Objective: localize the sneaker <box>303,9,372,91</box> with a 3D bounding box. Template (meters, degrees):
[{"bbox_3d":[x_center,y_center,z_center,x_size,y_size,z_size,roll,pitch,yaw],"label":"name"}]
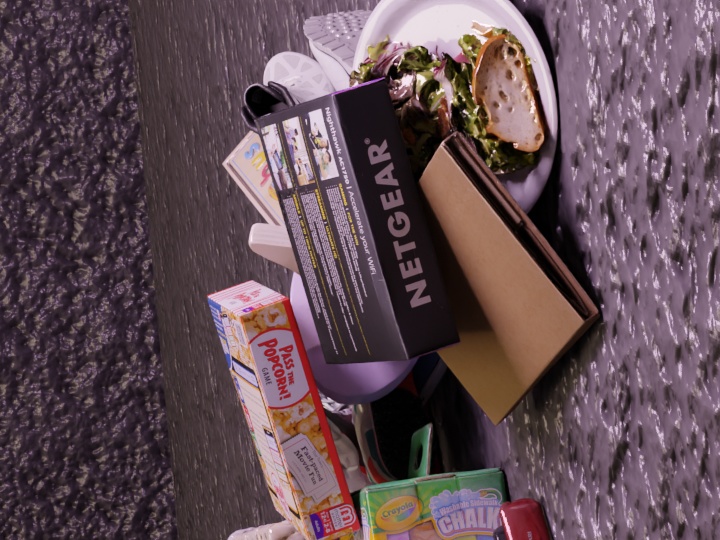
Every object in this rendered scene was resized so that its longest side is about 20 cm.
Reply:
[{"bbox_3d":[-0.002,-0.179,1.843,0.200,0.076,0.081,-117,14,-60],"label":"sneaker"}]

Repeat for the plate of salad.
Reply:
[{"bbox_3d":[0.059,-0.117,1.476,0.199,0.048,0.202,15,112,41],"label":"plate of salad"}]

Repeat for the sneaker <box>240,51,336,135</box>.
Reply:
[{"bbox_3d":[-0.064,-0.160,1.850,0.115,0.076,0.201,38,-165,-41],"label":"sneaker"}]

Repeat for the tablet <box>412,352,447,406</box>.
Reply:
[{"bbox_3d":[0.041,0.021,1.843,0.130,0.014,0.201,117,145,-52],"label":"tablet"}]

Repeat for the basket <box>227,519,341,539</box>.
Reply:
[{"bbox_3d":[-0.002,0.308,1.803,0.161,0.198,0.200,133,129,-71],"label":"basket"}]

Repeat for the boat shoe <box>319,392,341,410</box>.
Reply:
[{"bbox_3d":[-0.023,0.151,1.990,0.075,0.064,0.203,50,151,38],"label":"boat shoe"}]

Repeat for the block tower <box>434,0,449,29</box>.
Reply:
[{"bbox_3d":[0.076,-0.205,1.520,0.058,0.054,0.201,-113,20,-48],"label":"block tower"}]

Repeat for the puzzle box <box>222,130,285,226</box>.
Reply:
[{"bbox_3d":[-0.045,-0.097,1.898,0.133,0.025,0.200,-49,40,7],"label":"puzzle box"}]

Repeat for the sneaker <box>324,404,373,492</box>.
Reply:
[{"bbox_3d":[-0.025,0.156,1.876,0.200,0.076,0.082,52,-148,-55],"label":"sneaker"}]

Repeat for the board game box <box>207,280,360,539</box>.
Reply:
[{"bbox_3d":[-0.066,0.116,1.690,0.151,0.046,0.201,-157,49,-74],"label":"board game box"}]

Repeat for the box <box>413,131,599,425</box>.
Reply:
[{"bbox_3d":[0.086,0.012,1.476,0.164,0.021,0.200,52,152,11],"label":"box"}]

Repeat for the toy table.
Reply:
[{"bbox_3d":[0.000,0.000,1.717,0.117,0.182,0.201,87,180,-65],"label":"toy table"}]

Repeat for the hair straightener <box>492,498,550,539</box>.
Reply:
[{"bbox_3d":[0.143,0.276,1.531,0.077,0.041,0.201,101,154,-53],"label":"hair straightener"}]

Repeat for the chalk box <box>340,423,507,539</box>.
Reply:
[{"bbox_3d":[0.054,0.232,1.681,0.124,0.123,0.202,132,130,-72],"label":"chalk box"}]

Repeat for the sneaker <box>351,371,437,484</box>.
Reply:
[{"bbox_3d":[0.013,0.098,1.805,0.093,0.070,0.201,143,120,-61],"label":"sneaker"}]

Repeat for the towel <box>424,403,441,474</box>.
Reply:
[{"bbox_3d":[0.037,0.159,1.948,0.200,0.022,0.146,115,147,-67],"label":"towel"}]

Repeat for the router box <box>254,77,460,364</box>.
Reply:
[{"bbox_3d":[-0.004,-0.032,1.507,0.149,0.051,0.201,-7,100,65],"label":"router box"}]
